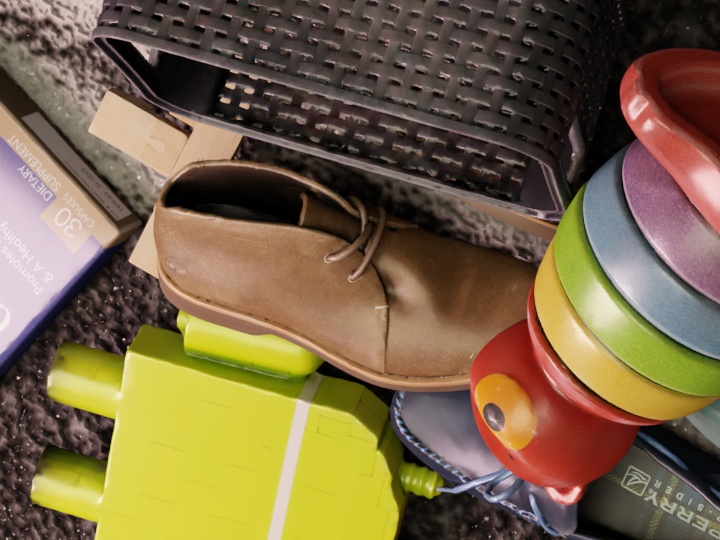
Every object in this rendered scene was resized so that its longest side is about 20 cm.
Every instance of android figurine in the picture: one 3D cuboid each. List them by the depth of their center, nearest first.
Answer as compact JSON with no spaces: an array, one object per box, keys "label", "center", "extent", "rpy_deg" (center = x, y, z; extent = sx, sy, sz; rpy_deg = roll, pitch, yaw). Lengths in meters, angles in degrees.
[{"label":"android figurine","center":[-0.060,0.099,1.206],"extent":[0.198,0.041,0.183],"rpy_deg":[13,116,5]}]

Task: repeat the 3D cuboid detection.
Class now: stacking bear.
[{"label":"stacking bear","center":[0.116,0.016,1.025],"extent":[0.122,0.113,0.200],"rpy_deg":[52,129,16]}]

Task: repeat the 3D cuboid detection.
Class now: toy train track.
[{"label":"toy train track","center":[-0.037,-0.030,1.189],"extent":[0.199,0.033,0.115],"rpy_deg":[30,104,5]}]

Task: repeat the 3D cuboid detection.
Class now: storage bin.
[{"label":"storage bin","center":[0.003,-0.101,1.036],"extent":[0.198,0.135,0.095],"rpy_deg":[15,82,12]}]

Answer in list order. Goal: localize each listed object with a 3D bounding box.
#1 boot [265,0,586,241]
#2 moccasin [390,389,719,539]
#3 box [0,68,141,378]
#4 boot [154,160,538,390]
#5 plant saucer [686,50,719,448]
[{"label":"boot","center":[0.041,-0.089,1.123],"extent":[0.200,0.074,0.076],"rpy_deg":[40,107,10]},{"label":"moccasin","center":[0.107,0.087,1.134],"extent":[0.198,0.068,0.081],"rpy_deg":[18,93,11]},{"label":"box","center":[-0.216,0.001,1.261],"extent":[0.121,0.032,0.200],"rpy_deg":[46,115,4]},{"label":"boot","center":[0.000,0.000,1.118],"extent":[0.198,0.074,0.076],"rpy_deg":[12,150,9]},{"label":"plant saucer","center":[0.181,-0.003,1.064],"extent":[0.199,0.036,0.202],"rpy_deg":[9,103,45]}]
